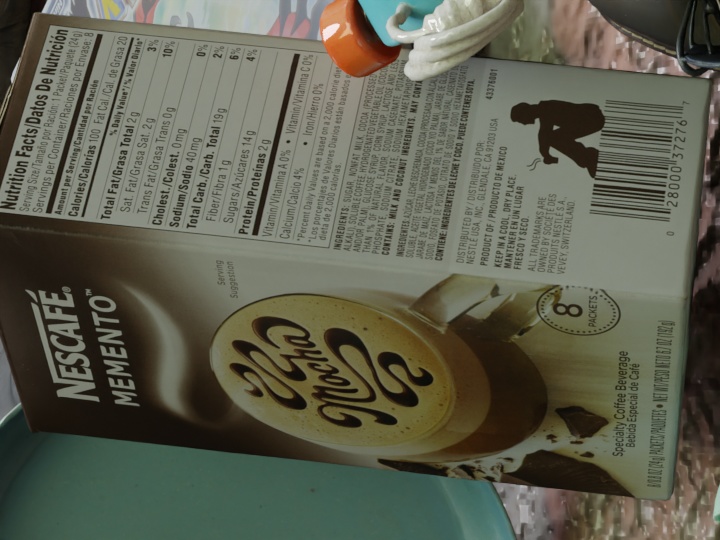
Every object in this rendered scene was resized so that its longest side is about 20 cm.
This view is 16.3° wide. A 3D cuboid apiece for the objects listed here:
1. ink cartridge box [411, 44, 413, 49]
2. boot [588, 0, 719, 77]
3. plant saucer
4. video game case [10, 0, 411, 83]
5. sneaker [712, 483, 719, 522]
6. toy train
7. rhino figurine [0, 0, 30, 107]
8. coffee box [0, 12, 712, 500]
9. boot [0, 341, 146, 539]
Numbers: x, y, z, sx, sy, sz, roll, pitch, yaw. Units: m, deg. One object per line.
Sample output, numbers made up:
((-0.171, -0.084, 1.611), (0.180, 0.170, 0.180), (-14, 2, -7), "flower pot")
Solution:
((-0.010, -0.044, 0.907), (0.119, 0.042, 0.202), (17, 106, 53), "ink cartridge box")
((0.105, -0.088, 0.664), (0.199, 0.096, 0.075), (7, 96, 51), "boot")
((-0.045, 0.112, 0.829), (0.027, 0.199, 0.201), (-98, 20, -73), "plant saucer")
((-0.064, -0.076, 0.933), (0.200, 0.023, 0.183), (-57, 46, 38), "video game case")
((0.113, 0.066, 0.670), (0.074, 0.118, 0.202), (-21, 71, 53), "sneaker")
((0.070, -0.124, 0.660), (0.056, 0.199, 0.150), (58, 167, -10), "toy train")
((-0.177, -0.113, 1.104), (0.059, 0.087, 0.202), (7, 95, 24), "rhino figurine")
((-0.002, -0.002, 0.732), (0.113, 0.199, 0.080), (83, -165, -55), "coffee box")
((-0.112, 0.033, 0.928), (0.132, 0.069, 0.201), (106, 143, -58), "boot")
